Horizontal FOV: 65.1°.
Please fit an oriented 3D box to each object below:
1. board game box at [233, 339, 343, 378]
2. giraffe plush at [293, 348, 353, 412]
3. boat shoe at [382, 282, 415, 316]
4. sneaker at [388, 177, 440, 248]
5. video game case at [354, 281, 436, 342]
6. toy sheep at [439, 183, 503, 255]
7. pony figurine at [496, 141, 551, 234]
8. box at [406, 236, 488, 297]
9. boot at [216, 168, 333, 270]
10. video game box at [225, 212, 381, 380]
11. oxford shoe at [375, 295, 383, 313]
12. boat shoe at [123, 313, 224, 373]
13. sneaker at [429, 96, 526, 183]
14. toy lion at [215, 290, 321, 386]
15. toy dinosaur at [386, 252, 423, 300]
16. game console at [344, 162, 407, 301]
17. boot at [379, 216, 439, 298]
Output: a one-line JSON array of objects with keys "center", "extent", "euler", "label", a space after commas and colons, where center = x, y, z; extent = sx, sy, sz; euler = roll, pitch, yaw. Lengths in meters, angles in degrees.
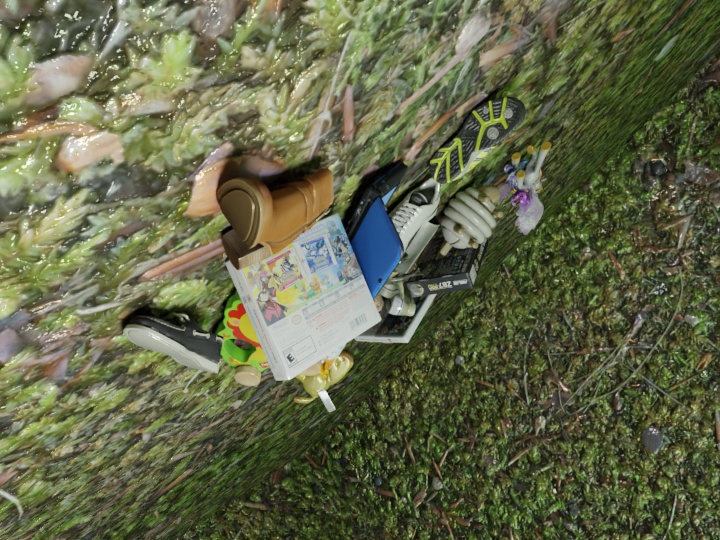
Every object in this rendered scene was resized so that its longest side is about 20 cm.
[{"center": [-0.126, 0.130, 1.024], "extent": [0.196, 0.026, 0.201], "euler": [12, 143, -13], "label": "board game box"}, {"center": [-0.095, 0.213, 1.356], "extent": [0.169, 0.204, 0.162], "euler": [-11, -168, 4], "label": "giraffe plush"}, {"center": [0.095, 0.064, 1.401], "extent": [0.201, 0.061, 0.073], "euler": [-91, -156, -68], "label": "boat shoe"}, {"center": [0.080, -0.095, 1.062], "extent": [0.201, 0.076, 0.081], "euler": [-51, 173, -21], "label": "sneaker"}, {"center": [0.094, 0.102, 1.433], "extent": [0.180, 0.023, 0.201], "euler": [-6, -141, 46], "label": "video game case"}, {"center": [0.252, -0.117, 1.316], "extent": [0.200, 0.138, 0.138], "euler": [-46, 164, 2], "label": "toy sheep"}, {"center": [0.422, -0.219, 1.466], "extent": [0.193, 0.166, 0.201], "euler": [-46, 150, -8], "label": "pony figurine"}, {"center": [0.214, -0.020, 1.369], "extent": [0.159, 0.050, 0.201], "euler": [-9, -150, 29], "label": "box"}, {"center": [-0.093, -0.084, 0.687], "extent": [0.154, 0.074, 0.200], "euler": [-33, 175, -23], "label": "boot"}, {"center": [-0.078, 0.033, 0.836], "extent": [0.198, 0.185, 0.046], "euler": [-27, -171, -40], "label": "video game box"}, {"center": [0.029, 0.060, 1.362], "extent": [0.071, 0.074, 0.200], "euler": [-39, 165, -4], "label": "oxford shoe"}, {"center": [-0.252, 0.092, 0.793], "extent": [0.200, 0.072, 0.061], "euler": [50, 48, -59], "label": "boat shoe"}, {"center": [0.209, -0.237, 1.019], "extent": [0.199, 0.076, 0.076], "euler": [-36, 175, 23], "label": "sneaker"}, {"center": [-0.159, 0.102, 0.922], "extent": [0.197, 0.069, 0.193], "euler": [-14, 133, 23], "label": "toy lion"}, {"center": [0.075, 0.006, 1.166], "extent": [0.088, 0.048, 0.199], "euler": [-36, 150, 14], "label": "toy dinosaur"}, {"center": [0.032, -0.048, 0.943], "extent": [0.171, 0.118, 0.201], "euler": [-42, 170, -42], "label": "game console"}, {"center": [0.108, -0.044, 1.284], "extent": [0.182, 0.072, 0.203], "euler": [-62, 178, -75], "label": "boot"}]
